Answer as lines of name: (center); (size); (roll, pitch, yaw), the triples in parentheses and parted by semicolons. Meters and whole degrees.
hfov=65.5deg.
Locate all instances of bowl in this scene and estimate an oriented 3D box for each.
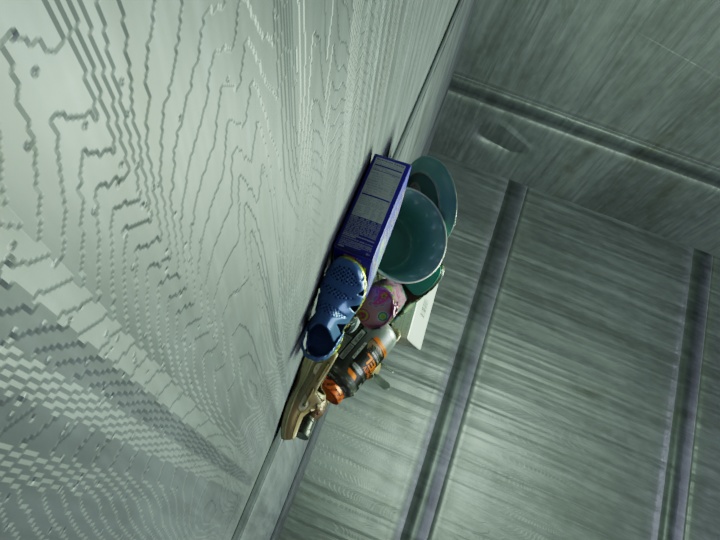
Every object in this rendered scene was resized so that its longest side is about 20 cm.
bowl: (0.073, -0.066, 1.188); (0.203, 0.199, 0.105); (-68, -165, -16)

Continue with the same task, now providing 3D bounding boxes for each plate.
plate: (0.140, -0.151, 1.242); (0.025, 0.201, 0.202); (-10, 136, -31)

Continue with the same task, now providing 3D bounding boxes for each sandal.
sandal: (-0.047, 0.073, 0.918); (0.087, 0.079, 0.202); (-49, 158, -66)

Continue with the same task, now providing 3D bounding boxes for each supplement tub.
supplement tub: (-0.022, 0.191, 1.247); (0.200, 0.122, 0.123); (-47, 167, -24)

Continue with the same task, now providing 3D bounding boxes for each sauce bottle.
sauce bottle: (-0.106, 0.303, 1.336); (0.066, 0.065, 0.201); (106, 8, -51)

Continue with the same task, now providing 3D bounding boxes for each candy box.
candy box: (0.017, -0.077, 1.003); (0.170, 0.076, 0.202); (99, 13, -65)

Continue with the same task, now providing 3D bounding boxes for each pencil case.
pencil case: (0.044, 0.064, 1.133); (0.200, 0.087, 0.088); (-20, 130, -80)

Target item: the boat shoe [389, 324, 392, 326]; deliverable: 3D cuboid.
boat shoe: (-0.007, 0.160, 1.361); (0.199, 0.059, 0.073); (-26, 125, -34)

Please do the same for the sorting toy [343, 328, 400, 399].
sorting toy: (0.003, 0.232, 1.385); (0.200, 0.036, 0.185); (-49, -176, -27)

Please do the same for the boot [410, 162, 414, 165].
boot: (0.142, -0.147, 1.322); (0.070, 0.201, 0.147); (-14, 148, -33)

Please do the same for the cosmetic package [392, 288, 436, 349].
cosmetic package: (0.081, 0.084, 1.514); (0.123, 0.198, 0.202); (43, 60, -58)

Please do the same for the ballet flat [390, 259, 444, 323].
ballet flat: (0.115, 0.042, 1.259); (0.200, 0.074, 0.074); (-42, -172, 23)

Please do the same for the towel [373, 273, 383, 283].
towel: (0.041, -0.016, 1.370); (0.171, 0.047, 0.203); (110, -18, -78)

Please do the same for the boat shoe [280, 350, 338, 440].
boat shoe: (-0.100, 0.242, 1.083); (0.071, 0.064, 0.202); (-42, 152, -81)

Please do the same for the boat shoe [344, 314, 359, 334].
boat shoe: (-0.043, 0.089, 1.122); (0.201, 0.070, 0.091); (93, 17, -52)

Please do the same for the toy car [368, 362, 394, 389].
toy car: (-0.004, 0.271, 1.558); (0.164, 0.198, 0.159); (-60, 170, -65)
